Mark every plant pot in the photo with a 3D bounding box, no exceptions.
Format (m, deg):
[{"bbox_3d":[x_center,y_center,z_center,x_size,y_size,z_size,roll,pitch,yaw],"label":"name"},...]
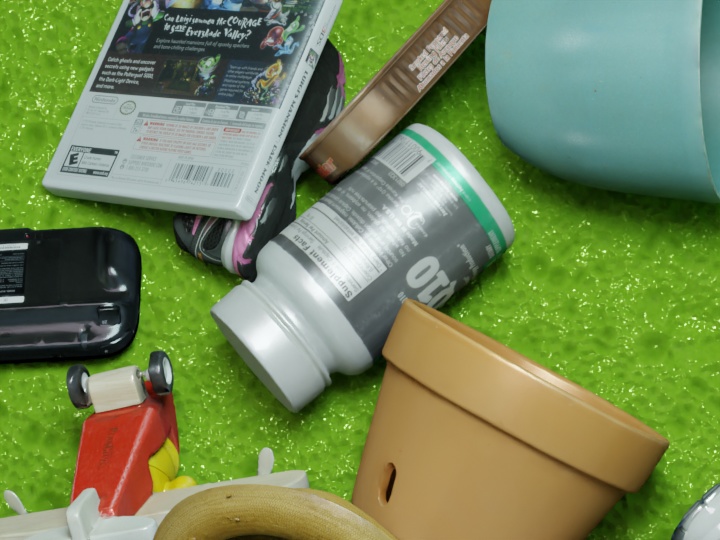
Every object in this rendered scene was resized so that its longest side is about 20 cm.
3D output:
[{"bbox_3d":[0.085,0.126,1.669,0.200,0.200,0.140,28,91,17],"label":"plant pot"},{"bbox_3d":[0.179,-0.147,1.754,0.161,0.201,0.201,1,69,20],"label":"plant pot"}]

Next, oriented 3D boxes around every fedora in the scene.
[{"bbox_3d":[-0.033,0.198,1.605,0.200,0.201,0.082,17,35,14],"label":"fedora"}]

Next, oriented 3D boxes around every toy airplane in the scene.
[{"bbox_3d":[-0.158,0.166,1.704,0.199,0.141,0.200,-37,38,-24],"label":"toy airplane"}]

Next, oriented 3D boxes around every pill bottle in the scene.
[{"bbox_3d":[0.000,0.000,1.760,0.200,0.113,0.113,-40,70,-8],"label":"pill bottle"}]

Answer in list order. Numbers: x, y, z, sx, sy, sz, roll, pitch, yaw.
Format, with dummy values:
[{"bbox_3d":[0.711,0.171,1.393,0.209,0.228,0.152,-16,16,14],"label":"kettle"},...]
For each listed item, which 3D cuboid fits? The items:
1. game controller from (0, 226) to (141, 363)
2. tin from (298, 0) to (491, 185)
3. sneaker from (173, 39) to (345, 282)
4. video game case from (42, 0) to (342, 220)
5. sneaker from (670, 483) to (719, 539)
[{"bbox_3d":[-0.258,0.018,1.834,0.199,0.042,0.105,-3,55,6],"label":"game controller"},{"bbox_3d":[0.033,-0.139,1.801,0.042,0.112,0.200,44,68,-7],"label":"tin"},{"bbox_3d":[-0.080,-0.093,1.828,0.086,0.080,0.200,13,66,23],"label":"sneaker"},{"bbox_3d":[-0.123,-0.128,1.829,0.200,0.023,0.182,8,69,40],"label":"video game case"},{"bbox_3d":[0.303,0.144,1.697,0.200,0.075,0.087,-42,82,-2],"label":"sneaker"}]
